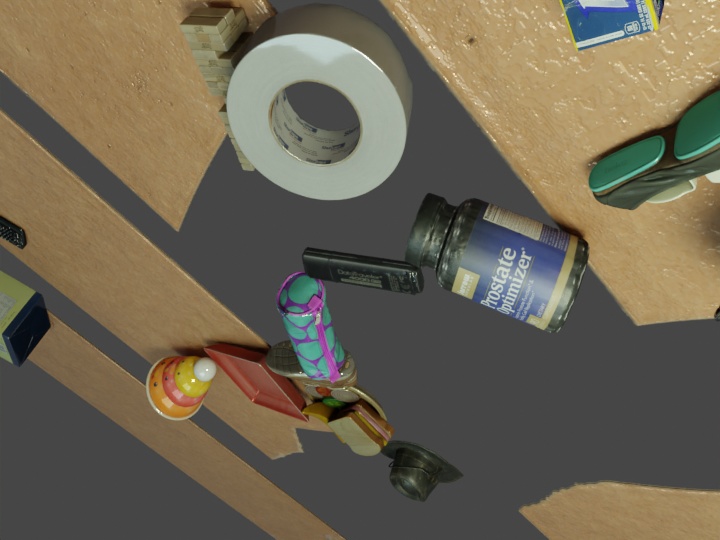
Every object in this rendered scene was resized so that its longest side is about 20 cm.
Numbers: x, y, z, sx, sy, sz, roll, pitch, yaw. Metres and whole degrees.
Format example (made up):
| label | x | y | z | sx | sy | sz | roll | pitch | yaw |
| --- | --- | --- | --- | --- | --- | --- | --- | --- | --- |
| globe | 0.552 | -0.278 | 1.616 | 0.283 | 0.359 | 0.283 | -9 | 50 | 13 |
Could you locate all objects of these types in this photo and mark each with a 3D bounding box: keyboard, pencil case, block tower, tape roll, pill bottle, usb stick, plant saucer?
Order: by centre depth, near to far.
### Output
| label | x | y | z | sx | sy | sz | roll | pitch | yaw |
| --- | --- | --- | --- | --- | --- | --- | --- | --- | --- |
| tape roll | -0.042 | -0.176 | 0.737 | 0.194 | 0.067 | 0.204 | 7 | 136 | 7 |
| pill bottle | 0.155 | -0.016 | 0.798 | 0.195 | 0.113 | 0.113 | 21 | 146 | 10 |
| block tower | -0.141 | -0.213 | 0.813 | 0.056 | 0.055 | 0.203 | 12 | 143 | 25 |
| usb stick | 0.000 | 0.000 | 1.005 | 0.195 | 0.033 | 0.056 | 9 | 135 | 28 |
| pencil case | -0.081 | 0.098 | 1.143 | 0.092 | 0.084 | 0.203 | 41 | 158 | 36 |
| plant saucer | -0.211 | 0.227 | 1.431 | 0.196 | 0.037 | 0.202 | 7 | 142 | 43 |
| keyboard | -0.814 | -0.098 | 1.474 | 0.197 | 0.040 | 0.105 | 31 | 146 | 0 |

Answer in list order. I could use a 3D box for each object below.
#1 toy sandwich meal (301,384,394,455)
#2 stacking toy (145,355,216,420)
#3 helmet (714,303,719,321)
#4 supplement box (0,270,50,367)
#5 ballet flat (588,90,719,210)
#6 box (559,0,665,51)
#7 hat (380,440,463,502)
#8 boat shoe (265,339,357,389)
| label | x | y | z | sx | sy | sz | roll | pitch | yaw |
| --- | --- | --- | --- | --- | --- | --- | --- | --- | --- |
| toy sandwich meal | -0.032 | 0.293 | 1.371 | 0.200 | 0.071 | 0.208 | 20 | 145 | 14 |
| stacking toy | -0.372 | 0.233 | 1.502 | 0.145 | 0.148 | 0.199 | 40 | 135 | -17 |
| helmet | 0.417 | 0.010 | 0.564 | 0.197 | 0.201 | 0.193 | 31 | 113 | -4 |
| supplement box | -0.919 | 0.108 | 1.729 | 0.196 | 0.136 | 0.201 | 30 | 146 | -2 |
| ballet flat | 0.299 | -0.106 | 0.626 | 0.067 | 0.070 | 0.199 | 27 | 158 | -17 |
| box | 0.167 | -0.272 | 0.501 | 0.069 | 0.065 | 0.202 | -3 | 134 | 38 |
| hat | 0.116 | 0.426 | 1.408 | 0.195 | 0.083 | 0.202 | 17 | 151 | 9 |
| boat shoe | -0.092 | 0.185 | 1.276 | 0.195 | 0.077 | 0.073 | 8 | 144 | 31 |
